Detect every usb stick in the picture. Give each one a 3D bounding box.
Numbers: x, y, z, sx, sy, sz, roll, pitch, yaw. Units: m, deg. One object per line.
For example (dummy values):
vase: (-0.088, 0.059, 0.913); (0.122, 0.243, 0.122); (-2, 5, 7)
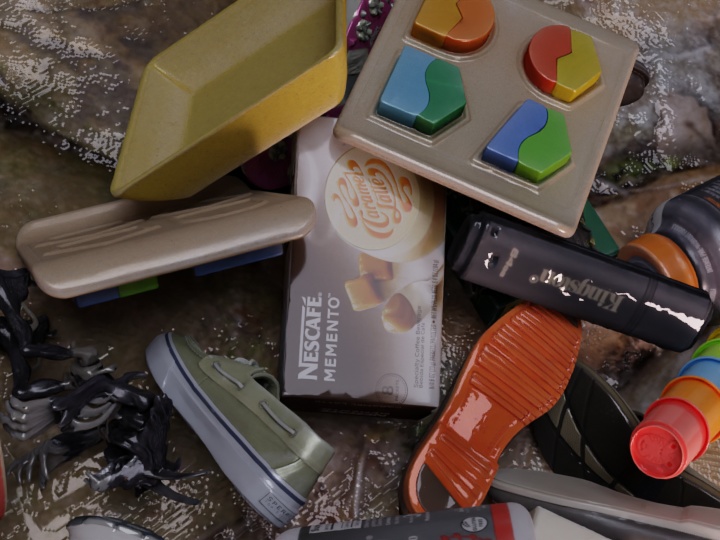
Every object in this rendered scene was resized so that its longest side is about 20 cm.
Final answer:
usb stick: (0.158, 0.010, 0.858); (0.198, 0.056, 0.033); (19, 34, -14)

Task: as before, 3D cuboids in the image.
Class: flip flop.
flip flop: (0.207, 0.142, 0.879); (0.199, 0.082, 0.057); (39, 27, 18)

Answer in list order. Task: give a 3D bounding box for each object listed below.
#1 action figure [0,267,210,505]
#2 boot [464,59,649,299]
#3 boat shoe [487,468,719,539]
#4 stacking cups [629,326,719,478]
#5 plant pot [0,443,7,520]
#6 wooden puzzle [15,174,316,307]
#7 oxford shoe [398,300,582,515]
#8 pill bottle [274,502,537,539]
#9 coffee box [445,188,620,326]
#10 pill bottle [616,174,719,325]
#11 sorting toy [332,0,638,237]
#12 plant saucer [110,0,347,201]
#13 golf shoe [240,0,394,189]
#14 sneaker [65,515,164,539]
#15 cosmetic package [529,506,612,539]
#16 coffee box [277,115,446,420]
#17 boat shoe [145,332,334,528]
action figure: (-0.193, 0.094, 0.798); (0.200, 0.120, 0.102); (42, 54, 20)
boot: (0.152, -0.067, 0.926); (0.197, 0.069, 0.176); (-13, 73, -12)
boat shoe: (0.176, 0.183, 0.831); (0.197, 0.067, 0.058); (9, 97, 24)
stacking cups: (0.240, 0.092, 0.862); (0.061, 0.061, 0.199); (50, 36, 14)
plant pot: (-0.319, 0.107, 0.730); (0.175, 0.201, 0.202); (-14, 67, -26)
wooden puzzle: (-0.140, -0.018, 0.842); (0.183, 0.200, 0.047); (-16, 105, -17)
oxford shoe: (0.087, 0.097, 0.867); (0.071, 0.073, 0.200); (41, 68, -1)
pill bottle: (0.007, 0.202, 0.695); (0.197, 0.116, 0.117); (-8, 65, 3)
coffee box: (0.104, -0.066, 0.970); (0.122, 0.044, 0.201); (-24, 71, -20)
pill bottle: (0.298, -0.024, 0.954); (0.198, 0.107, 0.107); (-23, 71, -21)
sorting toy: (0.097, -0.137, 0.873); (0.183, 0.037, 0.202); (23, 59, 3)
plant saucer: (-0.082, -0.140, 0.888); (0.049, 0.199, 0.201); (48, 23, -30)
golf shoe: (-0.047, -0.152, 0.978); (0.091, 0.076, 0.201); (19, 64, 32)
sneaker: (-0.106, 0.226, 0.783); (0.197, 0.075, 0.088); (19, 77, 3)
cosmetic package: (0.107, 0.269, 0.776); (0.086, 0.104, 0.202); (24, 61, 2)
coffee box: (0.000, 0.000, 0.874); (0.113, 0.080, 0.203); (5, 76, -7)
boat shoe: (-0.080, 0.092, 0.802); (0.062, 0.072, 0.200); (-42, 43, -6)
